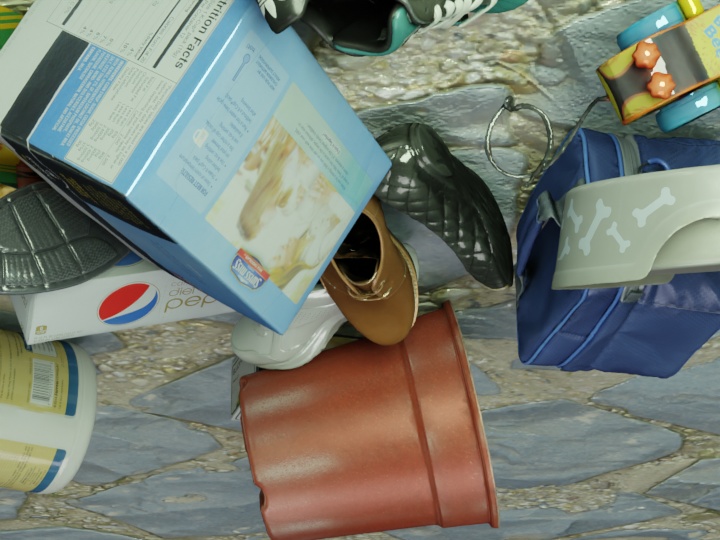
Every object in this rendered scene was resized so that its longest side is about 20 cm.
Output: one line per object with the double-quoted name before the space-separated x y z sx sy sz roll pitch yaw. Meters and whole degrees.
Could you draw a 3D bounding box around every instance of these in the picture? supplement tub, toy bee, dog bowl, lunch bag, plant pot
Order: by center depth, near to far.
"toy bee" 0.174 -0.104 0.771 0.131 0.200 0.109 42 180 1
"dog bowl" 0.207 -0.025 0.824 0.199 0.059 0.200 -4 178 0
"lunch bag" 0.177 -0.011 1.010 0.132 0.136 0.200 3 153 -8
"plant pot" 0.003 0.143 1.243 0.195 0.201 0.201 -12 156 -1
"supplement tub" -0.356 0.120 1.310 0.199 0.145 0.145 15 153 -30

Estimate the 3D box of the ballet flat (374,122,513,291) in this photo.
"ballet flat" 0.060 -0.043 1.029 0.057 0.067 0.200 -19 143 22

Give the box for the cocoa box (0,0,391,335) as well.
"cocoa box" -0.094 -0.075 0.817 0.131 0.134 0.200 27 169 30

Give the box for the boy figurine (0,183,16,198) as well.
"boy figurine" -0.235 -0.044 1.034 0.124 0.065 0.200 -11 158 28

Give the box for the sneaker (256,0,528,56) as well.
"sneaker" 0.019 -0.144 0.745 0.199 0.080 0.071 0 161 -39

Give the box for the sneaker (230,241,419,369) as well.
"sneaker" -0.051 0.014 1.170 0.099 0.078 0.200 27 136 -35

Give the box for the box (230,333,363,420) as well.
"box" -0.018 0.109 1.386 0.199 0.060 0.117 8 155 -16

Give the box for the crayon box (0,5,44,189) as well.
"crayon box" -0.254 -0.118 0.881 0.200 0.051 0.127 20 150 -37

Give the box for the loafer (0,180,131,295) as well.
"loafer" -0.181 -0.035 0.962 0.200 0.072 0.063 -28 -173 -28

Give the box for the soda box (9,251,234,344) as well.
"soda box" -0.147 -0.006 1.026 0.199 0.068 0.064 -9 143 -27

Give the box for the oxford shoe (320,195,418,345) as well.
"oxford shoe" 0.000 0.000 1.050 0.071 0.071 0.200 -16 138 6
